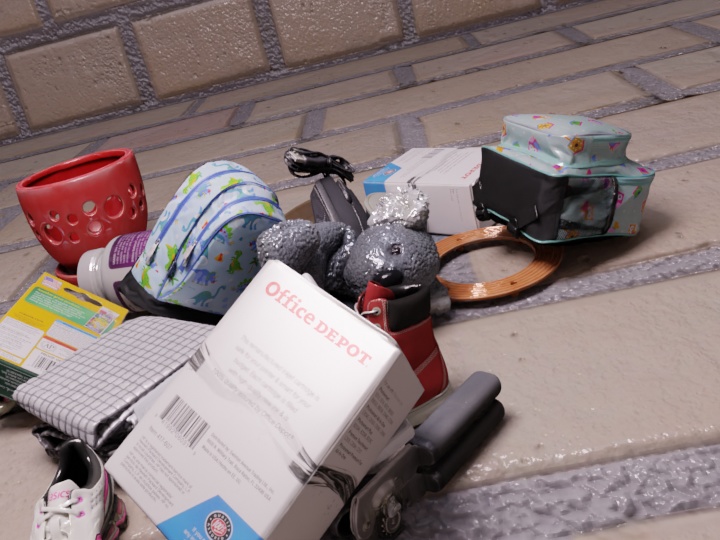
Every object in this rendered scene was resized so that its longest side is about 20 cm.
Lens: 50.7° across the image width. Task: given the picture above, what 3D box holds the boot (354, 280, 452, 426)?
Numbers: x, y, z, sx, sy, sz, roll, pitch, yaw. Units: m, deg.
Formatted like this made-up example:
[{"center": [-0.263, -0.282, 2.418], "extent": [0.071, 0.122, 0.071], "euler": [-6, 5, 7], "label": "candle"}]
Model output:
[{"center": [-0.010, 0.093, 0.683], "extent": [0.197, 0.147, 0.072], "euler": [-27, 27, -26], "label": "boot"}]

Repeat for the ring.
[{"center": [0.158, -0.008, 0.963], "extent": [0.195, 0.020, 0.201], "euler": [-12, 25, 6], "label": "ring"}]

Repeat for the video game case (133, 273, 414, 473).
[{"center": [-0.079, 0.125, 0.633], "extent": [0.198, 0.023, 0.183], "euler": [-37, 54, -2], "label": "video game case"}]

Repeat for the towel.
[{"center": [-0.238, 0.131, 0.811], "extent": [0.163, 0.088, 0.199], "euler": [7, 30, 36], "label": "towel"}]

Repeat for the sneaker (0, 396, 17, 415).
[{"center": [-0.445, 0.131, 0.942], "extent": [0.086, 0.083, 0.201], "euler": [2, 34, 23], "label": "sneaker"}]

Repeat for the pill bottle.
[{"center": [-0.300, 0.000, 1.091], "extent": [0.195, 0.115, 0.113], "euler": [-7, 24, 15], "label": "pill bottle"}]

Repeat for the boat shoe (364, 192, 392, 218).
[{"center": [0.047, -0.056, 1.034], "extent": [0.073, 0.063, 0.201], "euler": [-6, 24, -9], "label": "boat shoe"}]

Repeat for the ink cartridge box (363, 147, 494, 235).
[{"center": [0.126, -0.124, 1.150], "extent": [0.197, 0.088, 0.146], "euler": [9, 33, 40], "label": "ink cartridge box"}]

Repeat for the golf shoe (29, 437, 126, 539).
[{"center": [-0.238, 0.220, 0.603], "extent": [0.071, 0.094, 0.201], "euler": [-15, 25, -6], "label": "golf shoe"}]

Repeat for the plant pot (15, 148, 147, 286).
[{"center": [-0.450, -0.089, 1.280], "extent": [0.195, 0.186, 0.201], "euler": [-12, 24, 5], "label": "plant pot"}]

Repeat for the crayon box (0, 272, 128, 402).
[{"center": [-0.375, 0.089, 0.934], "extent": [0.124, 0.052, 0.201], "euler": [26, 22, -11], "label": "crayon box"}]

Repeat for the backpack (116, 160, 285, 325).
[{"center": [-0.177, -0.030, 0.928], "extent": [0.152, 0.204, 0.162], "euler": [26, 3, 43], "label": "backpack"}]

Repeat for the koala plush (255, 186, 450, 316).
[{"center": [0.000, 0.000, 0.857], "extent": [0.195, 0.181, 0.184], "euler": [-18, 13, -1], "label": "koala plush"}]

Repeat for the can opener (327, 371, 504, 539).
[{"center": [0.046, 0.151, 0.638], "extent": [0.066, 0.055, 0.199], "euler": [9, 32, 40], "label": "can opener"}]

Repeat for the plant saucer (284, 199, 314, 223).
[{"center": [-0.111, -0.026, 1.063], "extent": [0.198, 0.030, 0.201], "euler": [-34, 24, 17], "label": "plant saucer"}]

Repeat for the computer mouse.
[{"center": [-0.024, -0.067, 0.983], "extent": [0.052, 0.205, 0.137], "euler": [-21, -14, 34], "label": "computer mouse"}]

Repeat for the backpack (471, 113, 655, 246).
[{"center": [0.260, -0.113, 0.945], "extent": [0.196, 0.157, 0.175], "euler": [5, 15, -29], "label": "backpack"}]

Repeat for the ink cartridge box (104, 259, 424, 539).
[{"center": [-0.067, 0.116, 0.567], "extent": [0.145, 0.085, 0.201], "euler": [32, 76, 33], "label": "ink cartridge box"}]
